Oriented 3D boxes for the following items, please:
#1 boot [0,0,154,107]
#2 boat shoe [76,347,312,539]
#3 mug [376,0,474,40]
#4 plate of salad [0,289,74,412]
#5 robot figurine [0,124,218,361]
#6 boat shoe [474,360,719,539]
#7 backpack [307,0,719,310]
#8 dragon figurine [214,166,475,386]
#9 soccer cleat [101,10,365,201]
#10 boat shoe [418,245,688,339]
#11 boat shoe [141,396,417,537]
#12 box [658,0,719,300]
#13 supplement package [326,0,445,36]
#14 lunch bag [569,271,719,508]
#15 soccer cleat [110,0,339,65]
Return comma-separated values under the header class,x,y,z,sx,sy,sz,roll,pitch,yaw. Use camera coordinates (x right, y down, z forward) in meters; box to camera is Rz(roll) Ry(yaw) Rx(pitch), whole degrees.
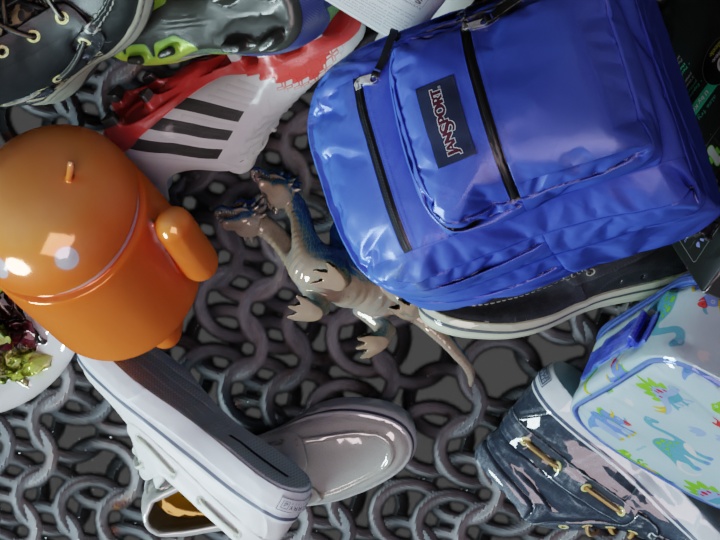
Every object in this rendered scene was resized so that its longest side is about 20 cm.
class,x,y,z,sx,sy,sz,roll,pitch,yaw
boot,-0.217,-0.143,1.354,0.203,0.153,0.074,-41,72,53
boat shoe,-0.124,0.115,1.505,0.200,0.073,0.067,38,109,25
mug,0.087,-0.111,1.380,0.185,0.149,0.154,22,106,6
plate of salad,-0.282,0.015,1.525,0.198,0.048,0.202,1,115,3
robot figurine,-0.175,-0.016,1.429,0.117,0.144,0.200,-47,148,-6
boat shoe,0.175,0.154,1.544,0.200,0.071,0.091,41,112,-6
backpack,0.071,-0.075,1.225,0.199,0.168,0.164,-19,74,16
dragon figurine,0.000,0.000,1.484,0.199,0.100,0.059,23,124,-20
soccer cleat,-0.073,-0.108,1.443,0.199,0.069,0.085,-24,123,22
boat shoe,0.128,-0.006,1.447,0.198,0.075,0.063,-14,118,-13
boat shoe,-0.057,0.142,1.552,0.198,0.070,0.071,-12,113,10
box,0.251,-0.067,1.340,0.148,0.201,0.125,20,117,-30
supplement package,0.015,-0.260,1.278,0.155,0.201,0.111,30,147,-10
lunch bag,0.225,0.077,1.413,0.160,0.200,0.083,28,70,-5
soccer cleat,-0.095,-0.164,1.399,0.199,0.083,0.065,7,114,39
